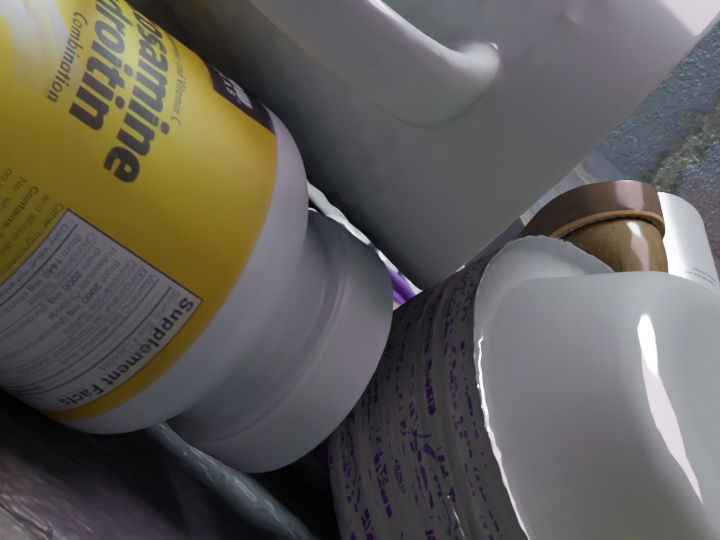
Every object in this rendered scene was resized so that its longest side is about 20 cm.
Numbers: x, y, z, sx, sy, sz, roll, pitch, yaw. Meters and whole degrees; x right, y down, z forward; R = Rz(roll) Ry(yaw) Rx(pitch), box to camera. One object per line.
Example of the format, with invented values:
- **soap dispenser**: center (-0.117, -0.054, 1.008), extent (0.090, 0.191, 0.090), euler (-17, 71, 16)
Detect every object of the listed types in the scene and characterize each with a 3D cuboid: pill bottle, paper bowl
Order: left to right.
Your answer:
- **pill bottle**: center (-0.087, -0.022, 0.655), extent (0.200, 0.112, 0.112), euler (35, 12, -33)
- **paper bowl**: center (0.089, 0.081, 0.734), extent (0.201, 0.104, 0.201), euler (39, 33, -32)

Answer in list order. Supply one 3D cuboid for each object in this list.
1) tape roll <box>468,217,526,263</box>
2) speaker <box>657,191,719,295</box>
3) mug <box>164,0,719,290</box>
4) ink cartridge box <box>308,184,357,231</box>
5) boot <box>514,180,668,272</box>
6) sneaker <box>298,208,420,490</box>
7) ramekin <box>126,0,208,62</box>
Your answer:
- **tape roll**: center (0.003, -0.055, 1.100), extent (0.200, 0.066, 0.200), euler (53, -3, 4)
- **speaker**: center (0.138, 0.062, 1.041), extent (0.081, 0.081, 0.200), euler (33, 37, -42)
- **mug**: center (0.005, -0.099, 0.696), extent (0.175, 0.148, 0.200), euler (46, 20, -2)
- **ink cartridge box**: center (0.000, 0.000, 0.977), extent (0.200, 0.037, 0.095), euler (48, -24, 22)
- **boot**: center (0.079, 0.043, 0.976), extent (0.073, 0.200, 0.076), euler (-3, 63, -17)
- **sneaker**: center (0.008, 0.054, 0.816), extent (0.200, 0.080, 0.089), euler (36, 23, -30)
- **ramekin**: center (-0.112, -0.086, 0.841), extent (0.200, 0.105, 0.200), euler (41, 10, -9)
